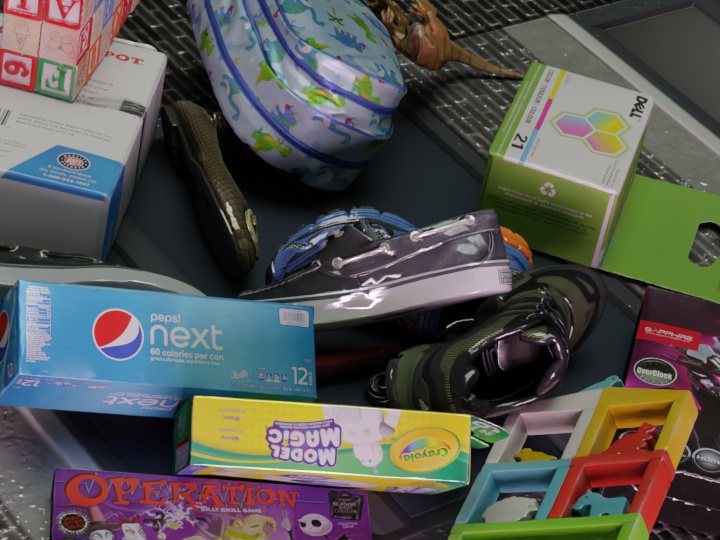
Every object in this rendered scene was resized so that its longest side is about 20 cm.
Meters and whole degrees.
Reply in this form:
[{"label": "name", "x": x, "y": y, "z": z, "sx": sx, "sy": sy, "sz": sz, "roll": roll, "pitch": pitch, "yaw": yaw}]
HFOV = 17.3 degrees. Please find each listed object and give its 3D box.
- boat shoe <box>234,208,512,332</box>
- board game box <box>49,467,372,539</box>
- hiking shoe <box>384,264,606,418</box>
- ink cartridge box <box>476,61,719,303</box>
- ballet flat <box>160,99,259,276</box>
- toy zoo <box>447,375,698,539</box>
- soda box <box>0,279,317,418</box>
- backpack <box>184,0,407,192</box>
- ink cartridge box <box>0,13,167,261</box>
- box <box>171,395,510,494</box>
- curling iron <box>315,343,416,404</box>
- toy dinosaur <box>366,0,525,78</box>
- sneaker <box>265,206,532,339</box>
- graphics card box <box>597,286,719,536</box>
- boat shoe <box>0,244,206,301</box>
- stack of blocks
[{"label": "boat shoe", "x": 0.000, "y": 0.000, "z": 1.590, "sx": 0.199, "sy": 0.068, "sz": 0.072, "roll": -12, "pitch": -6, "yaw": 10}, {"label": "board game box", "x": -0.090, "y": 0.175, "z": 1.438, "sx": 0.198, "sy": 0.032, "sz": 0.120, "roll": 5, "pitch": 33, "yaw": -9}, {"label": "hiking shoe", "x": 0.113, "y": 0.056, "z": 1.583, "sx": 0.200, "sy": 0.076, "sz": 0.100, "roll": -33, "pitch": 23, "yaw": -36}, {"label": "ink cartridge box", "x": 0.202, "y": -0.068, "z": 1.796, "sx": 0.199, "sy": 0.076, "sz": 0.148, "roll": 17, "pitch": 37, "yaw": 9}, {"label": "ballet flat", "x": -0.102, "y": -0.065, "z": 1.721, "sx": 0.046, "sy": 0.068, "sz": 0.200, "roll": -10, "pitch": 35, "yaw": -14}, {"label": "toy zoo", "x": 0.136, "y": 0.130, "z": 1.501, "sx": 0.130, "sy": 0.021, "sz": 0.200, "roll": -7, "pitch": 32, "yaw": 30}, {"label": "soda box", "x": -0.131, "y": 0.054, "z": 1.502, "sx": 0.199, "sy": 0.068, "sz": 0.065, "roll": 6, "pitch": 68, "yaw": -23}, {"label": "backpack", "x": -0.045, "y": -0.152, "z": 1.793, "sx": 0.163, "sy": 0.153, "sz": 0.201, "roll": 30, "pitch": 41, "yaw": -32}, {"label": "ink cartridge box", "x": -0.230, "y": -0.090, "z": 1.698, "sx": 0.144, "sy": 0.085, "sz": 0.201, "roll": 13, "pitch": 36, "yaw": 1}, {"label": "box", "x": -0.013, "y": 0.111, "z": 1.474, "sx": 0.198, "sy": 0.117, "sz": 0.049, "roll": 3, "pitch": 81, "yaw": -9}, {"label": "curling iron", "x": -0.042, "y": 0.073, "z": 1.584, "sx": 0.198, "sy": 0.026, "sz": 0.050, "roll": -2, "pitch": 41, "yaw": -17}, {"label": "toy dinosaur", "x": 0.054, "y": -0.182, "z": 1.888, "sx": 0.107, "sy": 0.060, "sz": 0.200, "roll": 55, "pitch": 19, "yaw": 10}, {"label": "sneaker", "x": 0.032, "y": 0.007, "z": 1.656, "sx": 0.198, "sy": 0.076, "sz": 0.079, "roll": 0, "pitch": 41, "yaw": -13}, {"label": "graphics card box", "x": 0.237, "y": 0.096, "z": 1.612, "sx": 0.125, "sy": 0.051, "sz": 0.200, "roll": 15, "pitch": 38, "yaw": 7}, {"label": "boat shoe", "x": -0.194, "y": 0.014, "z": 1.588, "sx": 0.198, "sy": 0.069, "sz": 0.057, "roll": 6, "pitch": 36, "yaw": -4}, {"label": "stack of blocks", "x": -0.200, "y": -0.225, "z": 1.721, "sx": 0.058, "sy": 0.116, "sz": 0.200, "roll": 14, "pitch": 34, "yaw": 5}]
